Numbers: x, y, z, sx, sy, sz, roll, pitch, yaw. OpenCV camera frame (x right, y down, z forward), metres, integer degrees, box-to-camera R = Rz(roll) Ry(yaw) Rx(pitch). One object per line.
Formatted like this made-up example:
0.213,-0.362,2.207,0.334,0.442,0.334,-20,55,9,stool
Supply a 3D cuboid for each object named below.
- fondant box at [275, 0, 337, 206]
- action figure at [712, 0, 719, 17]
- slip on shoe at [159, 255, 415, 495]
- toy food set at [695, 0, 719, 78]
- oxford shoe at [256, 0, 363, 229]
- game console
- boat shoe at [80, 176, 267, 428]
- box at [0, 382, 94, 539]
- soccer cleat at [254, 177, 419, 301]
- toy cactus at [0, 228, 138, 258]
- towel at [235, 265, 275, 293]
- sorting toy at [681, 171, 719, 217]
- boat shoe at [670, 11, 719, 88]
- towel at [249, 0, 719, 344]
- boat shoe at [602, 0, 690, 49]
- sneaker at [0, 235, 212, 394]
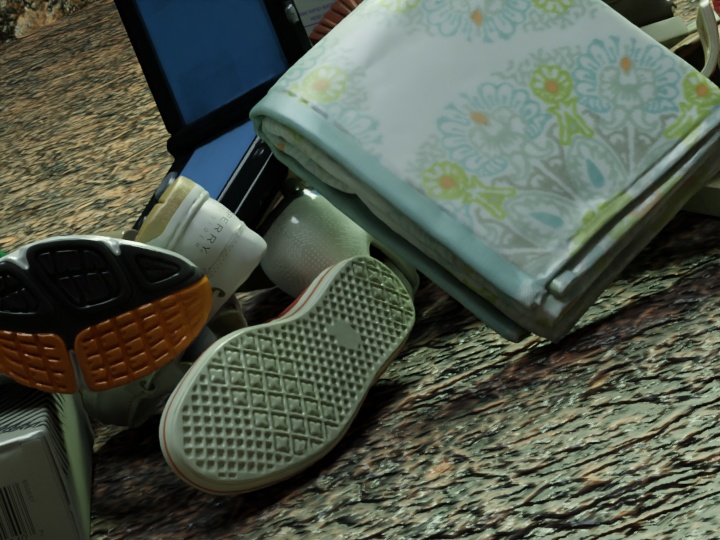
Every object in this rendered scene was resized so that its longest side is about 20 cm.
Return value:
-0.019,-0.113,1.519,0.144,0.201,0.058,-15,11,22,fondant box
0.232,-0.158,1.298,0.099,0.065,0.200,-34,8,19,action figure
-0.038,0.056,1.185,0.061,0.074,0.200,-39,2,34,slip on shoe
0.111,-0.082,1.364,0.200,0.061,0.143,-35,-3,6,toy food set
-0.019,-0.079,1.433,0.200,0.075,0.070,-52,23,1,oxford shoe
-0.105,-0.091,1.352,0.176,0.116,0.200,-59,16,-22,game console
-0.091,0.033,1.247,0.071,0.069,0.200,-59,-3,-32,boat shoe
-0.177,0.093,1.212,0.082,0.069,0.200,-18,14,-3,box
0.000,0.000,1.361,0.070,0.086,0.200,-50,-14,11,soccer cleat
-0.187,0.021,1.332,0.164,0.200,0.103,-19,47,29,toy cactus
0.000,-0.051,1.445,0.200,0.018,0.086,-39,-13,20,towel
0.274,-0.095,1.298,0.199,0.070,0.199,-24,14,-15,sorting toy
0.244,-0.129,1.464,0.072,0.076,0.200,-41,6,-36,boat shoe
0.070,-0.073,1.250,0.171,0.200,0.048,-43,-20,-23,towel
0.116,-0.140,1.424,0.072,0.061,0.201,-31,-9,35,boat shoe
-0.162,0.021,1.185,0.199,0.076,0.092,-11,9,13,sneaker
